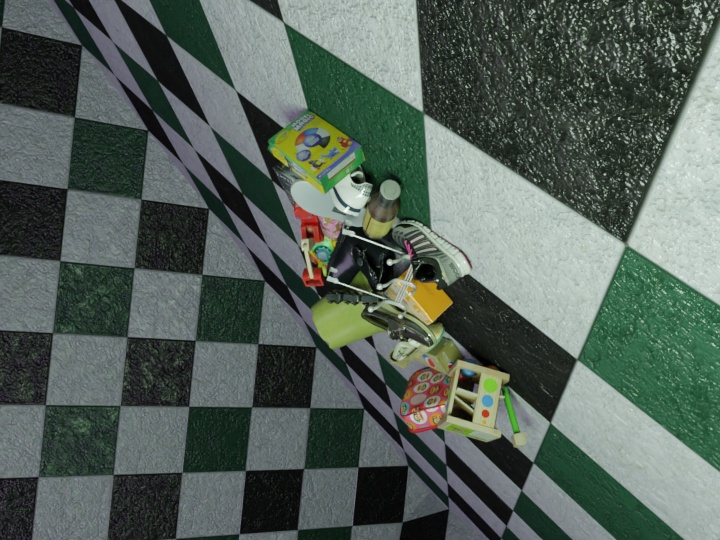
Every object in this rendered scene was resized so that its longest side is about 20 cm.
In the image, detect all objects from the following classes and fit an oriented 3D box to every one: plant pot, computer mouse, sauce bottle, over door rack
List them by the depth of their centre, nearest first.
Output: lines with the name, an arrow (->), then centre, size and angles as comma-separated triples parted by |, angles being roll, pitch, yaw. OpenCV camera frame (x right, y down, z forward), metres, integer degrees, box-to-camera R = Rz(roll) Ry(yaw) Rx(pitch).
sauce bottle -> 0.045, -0.121, 1.181 | 0.065, 0.065, 0.200 | 47, 165, 6
over door rack -> 0.025, 0.007, 1.245 | 0.197, 0.067, 0.149 | 26, 128, 6
computer mouse -> 0.045, -0.092, 1.322 | 0.200, 0.034, 0.058 | 43, -171, 39
plant pot -> -0.023, 0.107, 1.544 | 0.202, 0.182, 0.201 | 59, -170, -17

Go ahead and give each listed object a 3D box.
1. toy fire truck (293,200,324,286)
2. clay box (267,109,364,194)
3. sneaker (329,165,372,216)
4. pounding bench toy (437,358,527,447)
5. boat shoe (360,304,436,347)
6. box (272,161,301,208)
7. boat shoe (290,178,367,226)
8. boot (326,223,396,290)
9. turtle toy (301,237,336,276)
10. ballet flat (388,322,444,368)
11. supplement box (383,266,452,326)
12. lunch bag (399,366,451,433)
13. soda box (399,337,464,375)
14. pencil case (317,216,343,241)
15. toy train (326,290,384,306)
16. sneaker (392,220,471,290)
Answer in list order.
toy fire truck -> -0.124, -0.075, 1.425 | 0.202, 0.048, 0.143 | 77, -167, -46
clay box -> -0.098, -0.248, 1.188 | 0.199, 0.115, 0.048 | 39, 162, 30
sneaker -> -0.036, -0.204, 1.222 | 0.081, 0.075, 0.201 | -56, 52, 32
pounding bench toy -> 0.295, 0.304, 1.353 | 0.196, 0.159, 0.125 | 15, 159, 3
boat shoe -> 0.086, 0.131, 1.362 | 0.198, 0.065, 0.074 | 27, 154, 36
box -> -0.132, -0.191, 1.536 | 0.199, 0.048, 0.159 | 36, 160, 42
boat shoe -> -0.066, -0.153, 1.273 | 0.198, 0.069, 0.057 | 22, -147, -30
boot -> 0.000, 0.000, 1.380 | 0.168, 0.075, 0.203 | 46, 130, 40
turtle toy -> -0.095, -0.054, 1.645 | 0.145, 0.101, 0.201 | 40, 170, 31
ballet flat -> 0.135, 0.188, 1.496 | 0.071, 0.071, 0.200 | 47, 135, 6
supplement box -> 0.125, 0.069, 1.382 | 0.126, 0.073, 0.200 | 48, 165, 5
lunch bag -> 0.201, 0.318, 1.516 | 0.174, 0.201, 0.083 | -22, 108, 27
soda box -> 0.185, 0.211, 1.565 | 0.068, 0.064, 0.199 | 54, 163, -18
pencil case -> -0.072, -0.159, 1.380 | 0.087, 0.082, 0.201 | 53, 169, 34
toy train -> -0.009, 0.065, 1.400 | 0.198, 0.045, 0.035 | -1, 91, 49
sneaker -> 0.119, -0.028, 1.149 | 0.199, 0.087, 0.074 | 37, 161, 38
